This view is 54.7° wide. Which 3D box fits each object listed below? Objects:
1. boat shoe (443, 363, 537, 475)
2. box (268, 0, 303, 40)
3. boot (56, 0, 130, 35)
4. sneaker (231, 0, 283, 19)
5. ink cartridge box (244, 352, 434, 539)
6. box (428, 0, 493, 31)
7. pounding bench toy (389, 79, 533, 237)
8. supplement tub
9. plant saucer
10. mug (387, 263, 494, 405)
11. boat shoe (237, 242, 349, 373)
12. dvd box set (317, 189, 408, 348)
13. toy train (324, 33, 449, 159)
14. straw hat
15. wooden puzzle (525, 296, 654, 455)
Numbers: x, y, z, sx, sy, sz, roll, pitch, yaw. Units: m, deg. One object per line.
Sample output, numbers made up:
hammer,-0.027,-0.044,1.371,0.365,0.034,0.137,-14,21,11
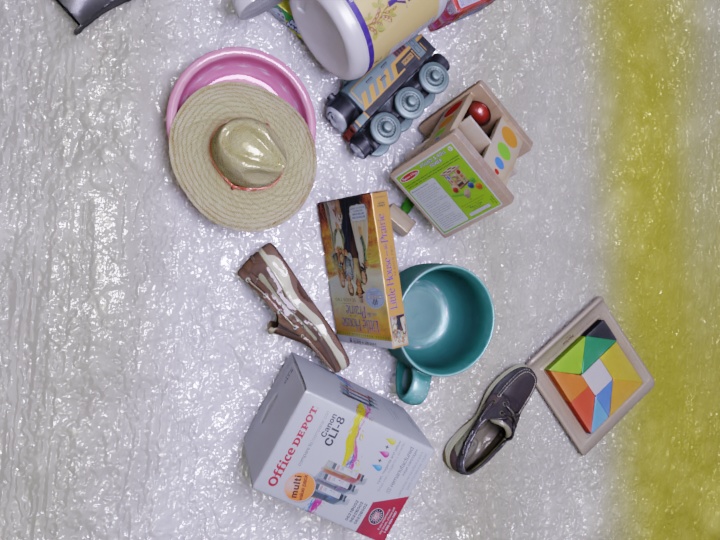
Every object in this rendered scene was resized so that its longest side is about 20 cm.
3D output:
boat shoe,0.211,0.233,1.063,0.073,0.065,0.201,41,81,-18
box,-0.056,-0.378,0.966,0.199,0.048,0.118,35,81,-18
boot,-0.355,-0.409,0.849,0.138,0.077,0.201,-39,102,-9
sneaker,-0.114,-0.416,0.890,0.200,0.074,0.116,-45,101,-21
ink cartridge box,-0.035,0.231,0.926,0.198,0.145,0.147,28,94,-17
box,0.119,-0.466,0.999,0.099,0.095,0.202,-27,100,-17
pounding bench toy,0.123,-0.148,1.002,0.124,0.199,0.157,45,46,-17
supplement tub,0.023,-0.358,0.893,0.199,0.145,0.146,-40,103,-13
plant saucer,-0.159,-0.192,0.932,0.197,0.051,0.204,0,91,-18
mug,0.088,0.077,0.992,0.184,0.114,0.153,-38,103,-14
boat shoe,-0.095,0.064,0.956,0.074,0.075,0.204,-35,94,-4
dvd box set,0.000,0.000,0.942,0.029,0.146,0.203,-11,96,-31
toy train,0.039,-0.253,0.987,0.114,0.085,0.200,44,77,-5
straw hat,-0.139,-0.147,0.869,0.198,0.085,0.205,0,91,-19
wooden puzzle,0.383,0.174,1.139,0.184,0.037,0.201,-38,103,-15
